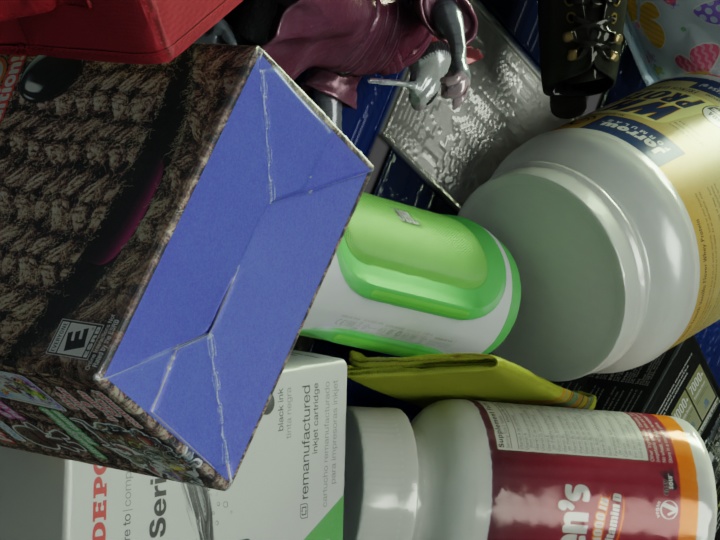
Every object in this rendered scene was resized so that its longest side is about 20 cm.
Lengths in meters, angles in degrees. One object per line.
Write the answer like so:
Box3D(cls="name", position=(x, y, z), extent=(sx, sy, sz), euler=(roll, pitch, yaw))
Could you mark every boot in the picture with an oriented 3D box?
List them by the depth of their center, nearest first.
Box3D(cls="boot", position=(0.132, -0.175, 1.399), extent=(0.200, 0.077, 0.139), euler=(92, -3, -78))

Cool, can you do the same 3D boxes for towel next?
Box3D(cls="towel", position=(0.063, 0.061, 1.393), extent=(0.200, 0.086, 0.018), euler=(26, 61, -68))

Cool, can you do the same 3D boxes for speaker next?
Box3D(cls="speaker", position=(0.000, 0.000, 1.346), extent=(0.200, 0.088, 0.089), euler=(14, 85, -52))

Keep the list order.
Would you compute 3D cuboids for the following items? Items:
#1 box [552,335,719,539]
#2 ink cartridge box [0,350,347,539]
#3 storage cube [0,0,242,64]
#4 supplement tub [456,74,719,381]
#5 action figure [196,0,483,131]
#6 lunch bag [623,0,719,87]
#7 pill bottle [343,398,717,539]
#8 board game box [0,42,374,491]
Box3D(cls="box", position=(0.150, 0.157, 1.558), extent=(0.200, 0.086, 0.164), euler=(-57, 135, -29))
Box3D(cls="ink cartridge box", position=(-0.101, 0.119, 1.240), extent=(0.200, 0.084, 0.147), euler=(-7, 101, -50))
Box3D(cls="storage cube", position=(-0.119, -0.212, 1.097), extent=(0.200, 0.170, 0.180), euler=(-46, 127, -36))
Box3D(cls="supplement tub", position=(0.158, -0.024, 1.492), extent=(0.200, 0.144, 0.145), euler=(-25, 115, -47))
Box3D(cls="action figure", position=(-0.015, -0.129, 1.319), extent=(0.200, 0.134, 0.150), euler=(2, 65, -52))
Box3D(cls="lunch bag", position=(0.225, -0.227, 1.563), extent=(0.170, 0.127, 0.201), euler=(-50, 124, -37))
Box3D(cls="pill bottle", position=(0.083, 0.126, 1.388), extent=(0.199, 0.110, 0.110), euler=(5, 92, -17))
Box3D(cls="board game box", position=(-0.122, -0.010, 1.100), extent=(0.097, 0.199, 0.160), euler=(45, 61, -44))
